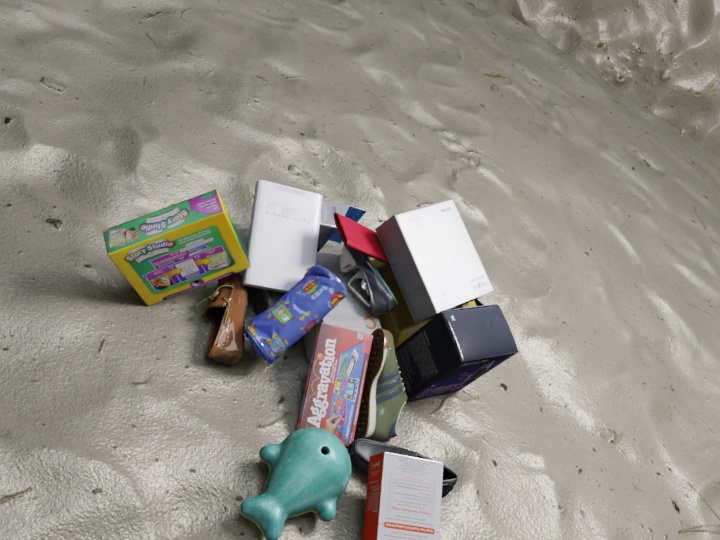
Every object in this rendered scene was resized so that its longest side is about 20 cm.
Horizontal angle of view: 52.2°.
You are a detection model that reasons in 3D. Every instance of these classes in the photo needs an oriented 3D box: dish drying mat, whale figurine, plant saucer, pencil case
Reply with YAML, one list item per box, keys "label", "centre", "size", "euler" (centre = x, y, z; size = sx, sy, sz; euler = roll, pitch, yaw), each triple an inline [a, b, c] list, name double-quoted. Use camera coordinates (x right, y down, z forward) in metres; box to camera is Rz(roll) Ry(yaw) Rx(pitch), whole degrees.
- label: "dish drying mat"
  centre: [0.022, -0.050, 1.407]
  size: [0.200, 0.018, 0.077]
  euler: [22, 40, -49]
- label: "whale figurine"
  centre: [-0.095, 0.328, 1.154]
  size: [0.159, 0.104, 0.200]
  euler: [44, 43, 11]
- label: "plant saucer"
  centre: [0.120, 0.041, 1.490]
  size: [0.199, 0.048, 0.201]
  euler: [-20, 76, 0]
- label: "pencil case"
  centre: [-0.117, 0.072, 1.308]
  size: [0.200, 0.078, 0.087]
  euler: [-42, 76, -15]

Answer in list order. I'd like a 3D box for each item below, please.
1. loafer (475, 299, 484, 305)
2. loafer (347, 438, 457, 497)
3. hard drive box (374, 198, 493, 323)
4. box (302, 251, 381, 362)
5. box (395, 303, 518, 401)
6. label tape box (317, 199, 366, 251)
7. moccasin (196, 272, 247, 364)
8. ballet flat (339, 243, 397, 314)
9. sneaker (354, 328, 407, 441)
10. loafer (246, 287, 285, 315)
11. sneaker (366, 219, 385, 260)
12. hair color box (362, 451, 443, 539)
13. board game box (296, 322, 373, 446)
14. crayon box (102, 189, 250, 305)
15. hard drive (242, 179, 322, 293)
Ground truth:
- label: "loafer"
  centre: [0.208, 0.050, 1.580]
  size: [0.200, 0.067, 0.076]
  euler: [41, 36, -33]
- label: "loafer"
  centre: [0.075, 0.336, 1.275]
  size: [0.200, 0.070, 0.068]
  euler: [25, 41, -11]
- label: "hard drive box"
  centre: [0.142, -0.020, 1.406]
  size: [0.155, 0.077, 0.201]
  euler: [-17, 81, -34]
- label: "box"
  centre: [-0.048, 0.073, 1.432]
  size: [0.124, 0.098, 0.201]
  euler: [8, 47, -26]
- label: "box"
  centre: [0.173, 0.157, 1.402]
  size: [0.147, 0.200, 0.105]
  euler: [-5, 64, -34]
- label: "label tape box"
  centre: [-0.104, -0.085, 1.506]
  size: [0.199, 0.143, 0.066]
  euler: [12, 59, -23]
- label: "moccasin"
  centre: [-0.252, 0.075, 1.331]
  size: [0.077, 0.074, 0.202]
  euler: [18, 52, -28]
- label: "ballet flat"
  centre: [0.000, 0.000, 1.410]
  size: [0.073, 0.073, 0.200]
  euler: [-9, 61, -37]
- label: "sneaker"
  centre: [0.046, 0.213, 1.340]
  size: [0.090, 0.067, 0.201]
  euler: [18, 75, -32]
- label: "loafer"
  centre: [-0.169, 0.045, 1.411]
  size: [0.069, 0.075, 0.201]
  euler: [1, 60, -37]
- label: "sneaker"
  centre: [0.024, -0.057, 1.631]
  size: [0.080, 0.077, 0.200]
  euler: [33, 35, 18]
- label: "hair color box"
  centre: [0.066, 0.401, 1.169]
  size: [0.110, 0.064, 0.201]
  euler: [15, 64, -19]
- label: "board game box"
  centre: [-0.045, 0.201, 1.296]
  size: [0.103, 0.019, 0.201]
  euler: [15, 76, -17]
- label: "crayon box"
  centre: [-0.309, -0.036, 1.258]
  size: [0.199, 0.173, 0.058]
  euler: [-21, 57, -4]
- label: "hard drive"
  centre: [-0.145, -0.059, 1.382]
  size: [0.131, 0.025, 0.201]
  euler: [12, 74, -24]
